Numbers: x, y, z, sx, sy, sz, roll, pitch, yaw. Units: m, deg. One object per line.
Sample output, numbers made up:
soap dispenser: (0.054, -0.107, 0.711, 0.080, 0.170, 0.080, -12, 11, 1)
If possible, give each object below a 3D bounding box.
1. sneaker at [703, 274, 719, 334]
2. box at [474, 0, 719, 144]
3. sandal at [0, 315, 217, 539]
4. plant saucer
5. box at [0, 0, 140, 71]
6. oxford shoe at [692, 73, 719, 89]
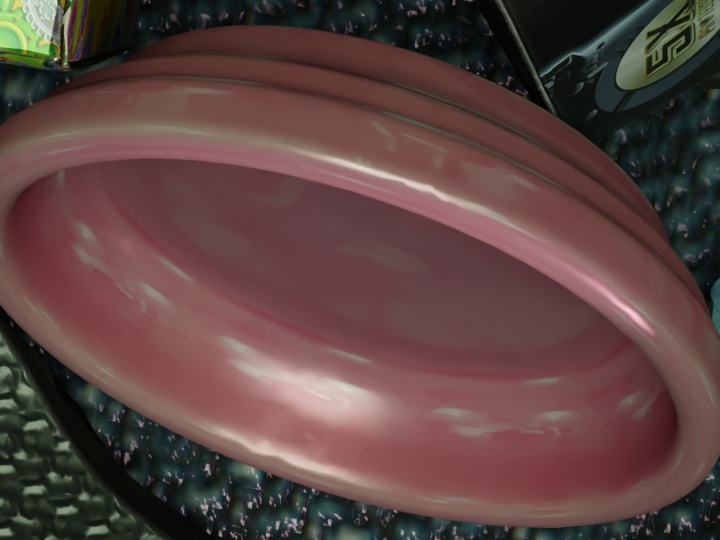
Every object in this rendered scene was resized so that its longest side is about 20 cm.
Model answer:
sneaker: (0.168, 0.062, 0.803, 0.090, 0.078, 0.200, -36, 90, 21)
box: (0.024, -0.155, 0.687, 0.086, 0.164, 0.201, -30, 63, 3)
sandal: (-0.094, 0.064, 0.810, 0.075, 0.048, 0.200, -41, 107, 9)
plant saucer: (0.000, 0.000, 0.739, 0.199, 0.201, 0.051, 20, 66, -2)
box: (-0.148, -0.123, 0.711, 0.191, 0.200, 0.123, 8, 95, -1)
oxford shoe: (0.116, -0.090, 0.763, 0.199, 0.085, 0.073, 11, 53, -1)
